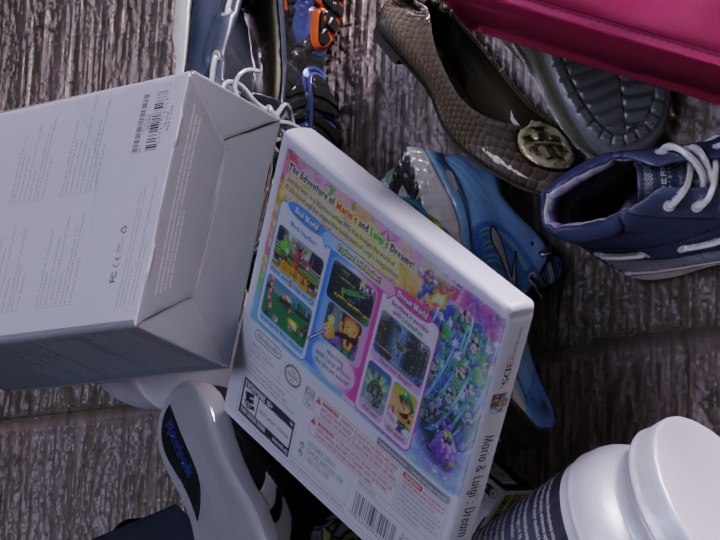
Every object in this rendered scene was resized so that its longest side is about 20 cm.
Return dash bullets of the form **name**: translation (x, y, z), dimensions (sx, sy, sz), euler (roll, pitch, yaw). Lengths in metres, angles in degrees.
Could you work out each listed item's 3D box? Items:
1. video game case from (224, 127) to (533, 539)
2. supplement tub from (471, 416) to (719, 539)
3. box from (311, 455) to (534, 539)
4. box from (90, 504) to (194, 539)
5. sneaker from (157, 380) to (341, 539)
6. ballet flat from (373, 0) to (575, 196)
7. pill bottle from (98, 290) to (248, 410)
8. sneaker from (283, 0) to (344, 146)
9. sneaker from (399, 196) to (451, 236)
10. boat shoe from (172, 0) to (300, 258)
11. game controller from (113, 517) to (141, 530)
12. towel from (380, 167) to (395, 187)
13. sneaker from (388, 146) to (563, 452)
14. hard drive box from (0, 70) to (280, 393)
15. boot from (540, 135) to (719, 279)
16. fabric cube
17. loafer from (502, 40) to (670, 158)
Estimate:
- **video game case**: translation (0.005, 0.048, 1.519), dimensions (0.200, 0.024, 0.183), euler (40, 127, 41)
- **supplement tub**: translation (0.124, 0.183, 1.527), dimensions (0.200, 0.140, 0.141), euler (-38, 57, 26)
- **box**: translation (0.002, 0.115, 1.692), dimensions (0.200, 0.035, 0.110), euler (41, 111, 31)
- **box**: translation (-0.165, 0.270, 1.654), dimensions (0.117, 0.196, 0.200), euler (44, 137, 31)
- **sneaker**: translation (-0.039, 0.151, 1.623), dimensions (0.073, 0.112, 0.200), euler (-47, 47, 36)
- **ballet flat**: translation (0.071, -0.111, 1.701), dimensions (0.200, 0.067, 0.046), euler (53, 124, 42)
- **pill bottle**: translation (-0.133, 0.023, 1.761), dimensions (0.112, 0.111, 0.200), euler (-65, 26, 6)
- **sneaker**: translation (-0.059, -0.116, 1.816), dimensions (0.078, 0.075, 0.201), euler (-8, 67, 52)
- **sneaker**: translation (0.000, 0.000, 1.619), dimensions (0.200, 0.079, 0.131), euler (41, 137, 50)
- **boat shoe**: translation (-0.072, -0.098, 1.720), dimensions (0.062, 0.075, 0.201), euler (-20, 58, 37)
- **game controller**: translation (-0.100, 0.234, 1.764), dimensions (0.200, 0.042, 0.105), euler (28, 96, 41)
- **towel**: translation (-0.012, 0.045, 1.749), dimensions (0.200, 0.031, 0.149), euler (-40, 55, 25)
- **sneaker**: translation (0.082, 0.010, 1.637), dimensions (0.078, 0.090, 0.200), euler (113, 147, -56)
- **hard drive box**: translation (-0.153, -0.019, 1.648), dimensions (0.200, 0.077, 0.156), euler (-7, 65, 44)
- **boot**: translation (0.200, -0.043, 1.557), dimensions (0.200, 0.090, 0.073), euler (-21, 65, 34)
- **fabric cube**: translation (0.163, -0.210, 1.519), dimensions (0.196, 0.200, 0.200), euler (18, 90, 8)
- **loafer**: translation (0.123, -0.147, 1.674), dimensions (0.070, 0.075, 0.200), euler (108, 144, -63)
